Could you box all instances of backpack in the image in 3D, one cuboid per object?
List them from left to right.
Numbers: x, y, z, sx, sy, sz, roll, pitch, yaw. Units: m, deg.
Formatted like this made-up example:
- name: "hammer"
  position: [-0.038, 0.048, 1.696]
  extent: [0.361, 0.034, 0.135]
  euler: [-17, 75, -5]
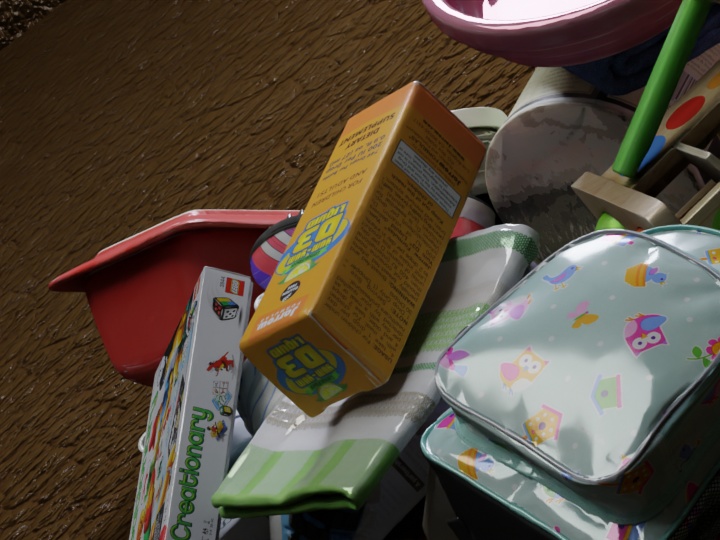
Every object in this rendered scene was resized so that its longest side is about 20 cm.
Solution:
- name: "backpack"
  position: [0.147, 0.067, 1.393]
  extent: [0.200, 0.153, 0.176]
  euler: [-39, 41, -22]

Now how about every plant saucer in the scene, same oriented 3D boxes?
- name: "plant saucer"
  position: [0.134, -0.184, 1.627]
  extent: [0.200, 0.051, 0.201]
  euler: [-18, 34, 13]

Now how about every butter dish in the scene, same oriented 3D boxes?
- name: "butter dish"
  position: [-0.099, 0.041, 2.048]
  extent: [0.199, 0.148, 0.200]
  euler: [1, -14, -39]

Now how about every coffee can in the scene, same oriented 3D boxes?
- name: "coffee can"
  position: [0.181, -0.108, 1.757]
  extent: [0.146, 0.146, 0.200]
  euler: [-25, 24, 44]

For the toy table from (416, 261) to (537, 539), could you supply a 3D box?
- name: "toy table"
  position: [0.082, 0.067, 1.610]
  extent: [0.184, 0.117, 0.200]
  euler: [-38, 19, 13]

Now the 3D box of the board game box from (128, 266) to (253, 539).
- name: "board game box"
  position: [-0.106, 0.114, 1.666]
  extent: [0.126, 0.035, 0.200]
  euler: [118, 163, -50]

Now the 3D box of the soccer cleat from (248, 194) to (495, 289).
- name: "soccer cleat"
  position: [0.000, 0.000, 1.776]
  extent: [0.200, 0.068, 0.073]
  euler: [-12, 61, 41]

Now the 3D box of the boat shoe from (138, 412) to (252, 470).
- name: "boat shoe"
  position: [-0.102, 0.108, 1.841]
  extent: [0.075, 0.086, 0.202]
  euler: [-47, -8, 0]

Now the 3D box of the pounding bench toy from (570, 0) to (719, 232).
- name: "pounding bench toy"
  position: [0.193, -0.061, 1.530]
  extent: [0.156, 0.200, 0.124]
  euler: [-43, 18, -5]

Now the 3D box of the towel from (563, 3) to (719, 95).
- name: "towel"
  position: [0.140, -0.177, 1.701]
  extent: [0.112, 0.049, 0.200]
  euler: [-32, 35, -11]

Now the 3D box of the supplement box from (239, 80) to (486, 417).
- name: "supplement box"
  position: [0.004, -0.014, 1.577]
  extent: [0.066, 0.069, 0.200]
  euler: [-27, 30, 41]

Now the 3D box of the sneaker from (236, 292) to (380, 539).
- name: "sneaker"
  position: [-0.039, 0.096, 1.672]
  extent: [0.087, 0.075, 0.200]
  euler: [-14, 61, 37]

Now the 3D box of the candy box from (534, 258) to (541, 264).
- name: "candy box"
  position: [0.047, 0.061, 1.852]
  extent: [0.200, 0.026, 0.102]
  euler: [-41, 14, 3]

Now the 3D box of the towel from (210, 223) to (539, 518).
- name: "towel"
  position: [0.006, 0.056, 1.562]
  extent: [0.149, 0.031, 0.200]
  euler: [-14, 34, 55]

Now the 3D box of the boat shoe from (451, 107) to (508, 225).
- name: "boat shoe"
  position: [0.093, -0.052, 1.834]
  extent: [0.072, 0.060, 0.202]
  euler: [-13, -18, 18]

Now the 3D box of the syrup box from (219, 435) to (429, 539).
- name: "syrup box"
  position: [-0.017, 0.129, 1.739]
  extent: [0.200, 0.081, 0.079]
  euler: [-44, 16, -9]
